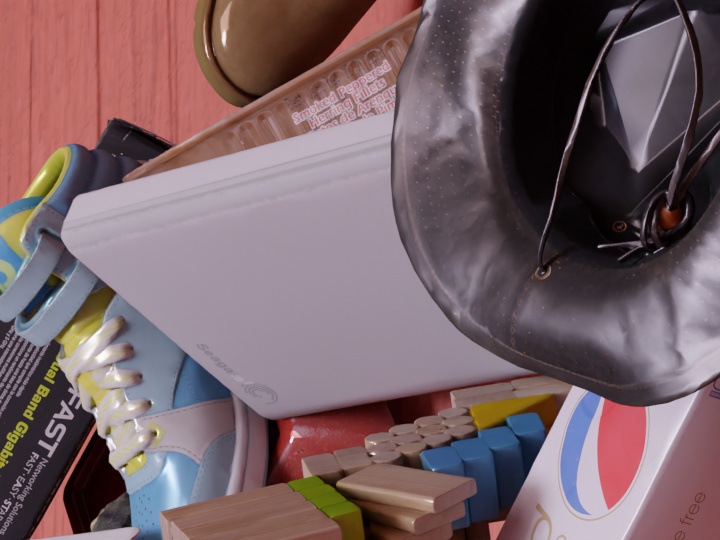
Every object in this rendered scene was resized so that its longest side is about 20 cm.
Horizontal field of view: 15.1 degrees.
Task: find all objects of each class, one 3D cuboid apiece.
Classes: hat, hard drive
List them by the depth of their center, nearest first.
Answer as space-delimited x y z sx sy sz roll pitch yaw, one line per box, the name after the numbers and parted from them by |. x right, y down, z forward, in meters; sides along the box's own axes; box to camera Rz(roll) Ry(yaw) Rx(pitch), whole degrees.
0.100 -0.053 0.842 0.200 0.081 0.202 -5 83 51 | hat
0.000 0.000 1.005 0.199 0.132 0.026 -13 46 42 | hard drive

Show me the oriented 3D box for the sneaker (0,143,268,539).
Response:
-0.106 0.040 1.110 0.079 0.130 0.201 -34 47 48 | sneaker

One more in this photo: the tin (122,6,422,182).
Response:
-0.001 -0.070 1.073 0.199 0.042 0.112 -29 -1 7 | tin

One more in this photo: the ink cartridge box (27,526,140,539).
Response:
-0.173 0.195 1.077 0.162 0.050 0.200 -13 32 48 | ink cartridge box

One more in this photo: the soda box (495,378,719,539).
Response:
0.091 0.094 0.910 0.201 0.063 0.068 -64 29 14 | soda box

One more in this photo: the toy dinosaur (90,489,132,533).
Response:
-0.124 0.166 1.106 0.088 0.047 0.201 -35 30 22 | toy dinosaur

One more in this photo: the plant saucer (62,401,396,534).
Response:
-0.070 0.089 1.192 0.200 0.037 0.200 -60 31 23 | plant saucer

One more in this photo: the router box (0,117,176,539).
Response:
-0.138 0.036 1.254 0.201 0.062 0.150 -61 4 -7 | router box

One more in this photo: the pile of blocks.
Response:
0.019 0.094 0.942 0.082 0.199 0.063 7 110 46 | pile of blocks

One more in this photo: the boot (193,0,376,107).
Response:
0.028 -0.151 1.112 0.176 0.066 0.200 -57 23 -21 | boot
